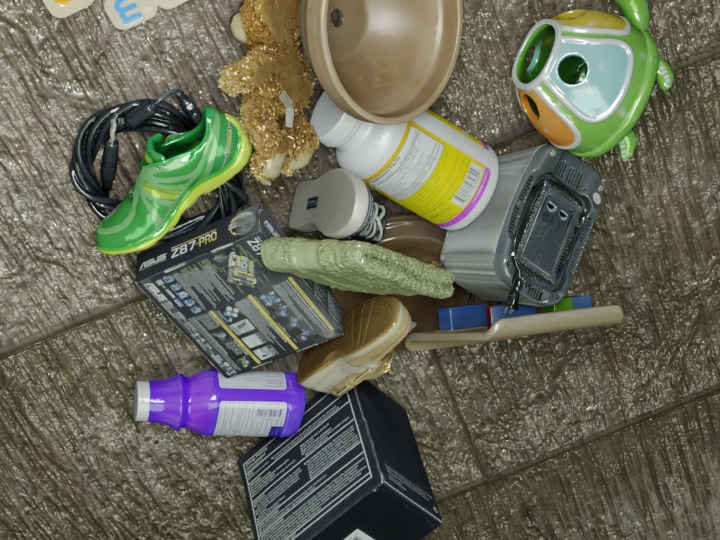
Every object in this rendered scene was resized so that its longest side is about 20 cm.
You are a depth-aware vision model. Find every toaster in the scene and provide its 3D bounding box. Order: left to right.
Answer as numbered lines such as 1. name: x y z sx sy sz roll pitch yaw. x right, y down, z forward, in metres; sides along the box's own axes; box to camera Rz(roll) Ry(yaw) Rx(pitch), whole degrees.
1. toaster: 0.171 -0.040 1.722 0.113 0.129 0.201 30 74 -29

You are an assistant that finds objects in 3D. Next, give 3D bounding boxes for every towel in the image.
1. towel: 0.000 0.000 1.681 0.147 0.037 0.199 3 170 34

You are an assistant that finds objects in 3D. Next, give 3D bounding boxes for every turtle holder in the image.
1. turtle holder: 0.241 -0.215 1.634 0.131 0.141 0.186 23 119 -27

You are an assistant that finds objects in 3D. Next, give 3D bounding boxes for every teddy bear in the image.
1. teddy bear: -0.093 -0.185 1.579 0.066 0.145 0.201 4 123 35

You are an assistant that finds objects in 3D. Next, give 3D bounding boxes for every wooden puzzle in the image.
1. wooden puzzle: 0.172 0.055 1.802 0.184 0.200 0.047 -6 86 -29

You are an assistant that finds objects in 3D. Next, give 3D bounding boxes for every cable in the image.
1. cable: -0.212 -0.094 1.675 0.162 0.051 0.200 -28 128 8

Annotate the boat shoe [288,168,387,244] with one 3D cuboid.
1. boat shoe: -0.003 -0.062 1.669 0.092 0.200 0.075 13 90 -20

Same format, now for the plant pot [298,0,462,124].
1. plant pot: 0.004 -0.248 1.557 0.200 0.092 0.203 -10 104 -44

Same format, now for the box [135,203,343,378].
1. box: -0.133 0.028 1.757 0.160 0.049 0.200 -21 135 19

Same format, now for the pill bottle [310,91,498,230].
1. pill bottle: 0.045 -0.128 1.676 0.199 0.105 0.104 28 116 -29

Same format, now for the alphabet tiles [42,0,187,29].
1. alphabet tiles: -0.237 -0.330 1.514 0.194 0.015 0.201 -25 128 5

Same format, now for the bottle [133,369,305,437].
1. bottle: -0.168 0.157 1.862 0.198 0.066 0.084 2 138 -14

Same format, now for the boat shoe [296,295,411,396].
1. boat shoe: 0.005 0.091 1.809 0.069 0.074 0.200 28 145 -23

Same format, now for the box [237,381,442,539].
1. box: -0.028 0.265 1.894 0.200 0.199 0.123 -40 127 17

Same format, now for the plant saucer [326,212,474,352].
1. plant saucer: 0.045 0.022 1.838 0.198 0.030 0.201 -7 128 -9

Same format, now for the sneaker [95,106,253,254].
1. sneaker: -0.202 -0.096 1.609 0.200 0.074 0.084 -40 123 11
